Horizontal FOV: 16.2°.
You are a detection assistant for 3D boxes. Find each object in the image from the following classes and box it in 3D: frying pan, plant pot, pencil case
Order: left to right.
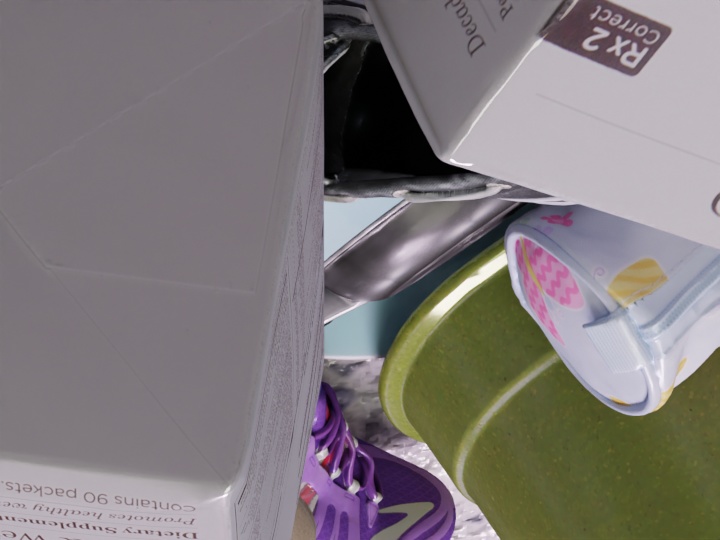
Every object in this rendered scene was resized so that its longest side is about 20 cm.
[{"bbox_3d":[0.002,-0.002,0.875,0.190,0.031,0.115,-36,177,-4],"label":"frying pan"},{"bbox_3d":[0.133,0.091,0.984,0.200,0.190,0.200,-19,152,-10],"label":"plant pot"},{"bbox_3d":[0.147,-0.033,0.896,0.200,0.091,0.083,-35,125,-14],"label":"pencil case"}]

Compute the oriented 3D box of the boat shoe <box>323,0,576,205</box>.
[{"bbox_3d":[-0.012,-0.052,0.800,0.068,0.199,0.074,-7,108,-53],"label":"boat shoe"}]

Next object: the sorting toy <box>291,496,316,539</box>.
[{"bbox_3d":[-0.146,0.098,0.962,0.200,0.036,0.185,-39,102,23],"label":"sorting toy"}]

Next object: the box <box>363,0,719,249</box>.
[{"bbox_3d":[0.102,-0.116,0.733,0.199,0.200,0.131,15,127,-35],"label":"box"}]

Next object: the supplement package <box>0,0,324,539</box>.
[{"bbox_3d":[-0.112,0.027,0.694,0.191,0.147,0.200,7,151,4],"label":"supplement package"}]

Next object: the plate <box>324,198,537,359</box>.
[{"bbox_3d":[0.022,-0.038,0.944,0.200,0.026,0.200,-10,141,-9],"label":"plate"}]

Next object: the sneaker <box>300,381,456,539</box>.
[{"bbox_3d":[-0.027,0.078,1.016,0.083,0.081,0.200,-36,138,29],"label":"sneaker"}]
